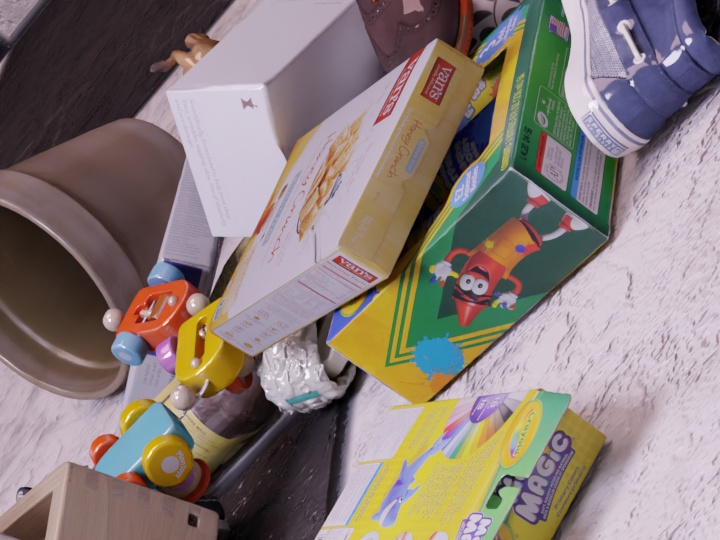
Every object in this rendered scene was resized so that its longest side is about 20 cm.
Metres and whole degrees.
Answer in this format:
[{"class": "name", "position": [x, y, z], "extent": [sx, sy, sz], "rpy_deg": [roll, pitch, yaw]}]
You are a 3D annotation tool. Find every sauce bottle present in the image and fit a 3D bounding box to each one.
[{"class": "sauce bottle", "position": [-0.096, 0.090, 1.716], "extent": [0.200, 0.065, 0.065], "rpy_deg": [-43, 19, 32]}]

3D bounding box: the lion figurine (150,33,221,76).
[{"class": "lion figurine", "position": [-0.068, -0.128, 1.907], "extent": [0.122, 0.199, 0.073], "rpy_deg": [-11, -68, -81]}]

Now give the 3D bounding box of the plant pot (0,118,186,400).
[{"class": "plant pot", "position": [-0.213, -0.026, 2.107], "extent": [0.174, 0.200, 0.200], "rpy_deg": [-46, 8, -37]}]

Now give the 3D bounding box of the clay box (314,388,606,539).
[{"class": "clay box", "position": [0.045, 0.119, 1.288], "extent": [0.115, 0.048, 0.200], "rpy_deg": [-59, 18, -17]}]

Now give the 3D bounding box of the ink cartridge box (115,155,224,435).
[{"class": "ink cartridge box", "position": [-0.127, 0.019, 1.855], "extent": [0.200, 0.040, 0.200], "rpy_deg": [-79, 4, -57]}]

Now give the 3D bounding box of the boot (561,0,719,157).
[{"class": "boot", "position": [0.164, -0.146, 1.469], "extent": [0.090, 0.073, 0.200], "rpy_deg": [-36, 30, 26]}]

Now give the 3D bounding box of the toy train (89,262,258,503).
[{"class": "toy train", "position": [-0.122, 0.081, 1.640], "extent": [0.150, 0.056, 0.200], "rpy_deg": [-16, 41, 45]}]

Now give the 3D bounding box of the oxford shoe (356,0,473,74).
[{"class": "oxford shoe", "position": [0.015, -0.173, 1.605], "extent": [0.071, 0.072, 0.200], "rpy_deg": [-45, 36, 24]}]

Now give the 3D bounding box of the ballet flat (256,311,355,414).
[{"class": "ballet flat", "position": [0.000, 0.000, 1.636], "extent": [0.072, 0.072, 0.201], "rpy_deg": [-24, 41, 60]}]

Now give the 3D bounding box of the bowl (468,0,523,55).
[{"class": "bowl", "position": [0.078, -0.168, 1.688], "extent": [0.201, 0.094, 0.201], "rpy_deg": [-47, 18, 20]}]

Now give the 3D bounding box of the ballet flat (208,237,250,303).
[{"class": "ballet flat", "position": [-0.042, -0.012, 1.777], "extent": [0.200, 0.071, 0.071], "rpy_deg": [-60, 17, -17]}]

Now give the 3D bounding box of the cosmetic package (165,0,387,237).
[{"class": "cosmetic package", "position": [-0.032, -0.116, 1.722], "extent": [0.081, 0.113, 0.200], "rpy_deg": [2, 30, 33]}]

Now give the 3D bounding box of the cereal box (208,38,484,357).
[{"class": "cereal box", "position": [-0.011, -0.039, 1.518], "extent": [0.200, 0.039, 0.144], "rpy_deg": [-33, 29, 61]}]

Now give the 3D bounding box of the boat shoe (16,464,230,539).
[{"class": "boat shoe", "position": [-0.156, 0.154, 1.684], "extent": [0.200, 0.075, 0.062], "rpy_deg": [-16, 69, 50]}]

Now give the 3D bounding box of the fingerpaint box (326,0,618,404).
[{"class": "fingerpaint box", "position": [0.069, -0.047, 1.506], "extent": [0.167, 0.073, 0.200], "rpy_deg": [-44, 19, 34]}]

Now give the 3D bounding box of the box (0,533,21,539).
[{"class": "box", "position": [-0.251, 0.237, 1.458], "extent": [0.068, 0.082, 0.201], "rpy_deg": [-25, 47, 59]}]

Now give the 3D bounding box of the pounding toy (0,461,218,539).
[{"class": "pounding toy", "position": [-0.162, 0.225, 1.556], "extent": [0.200, 0.142, 0.185], "rpy_deg": [-40, 36, 48]}]
